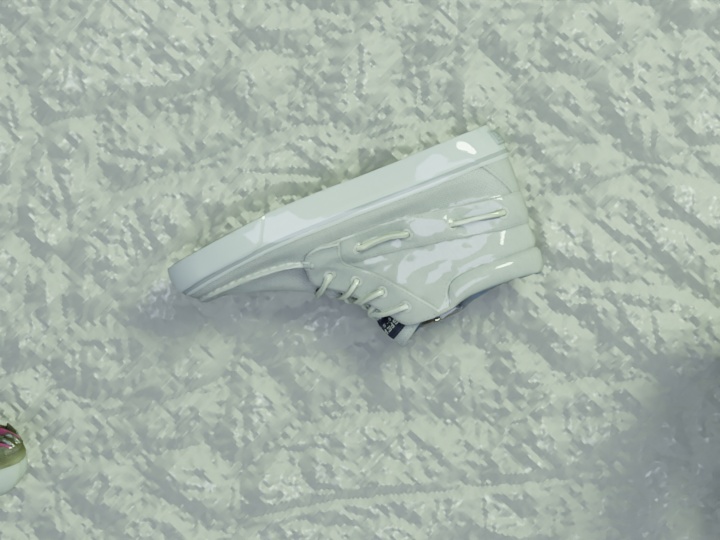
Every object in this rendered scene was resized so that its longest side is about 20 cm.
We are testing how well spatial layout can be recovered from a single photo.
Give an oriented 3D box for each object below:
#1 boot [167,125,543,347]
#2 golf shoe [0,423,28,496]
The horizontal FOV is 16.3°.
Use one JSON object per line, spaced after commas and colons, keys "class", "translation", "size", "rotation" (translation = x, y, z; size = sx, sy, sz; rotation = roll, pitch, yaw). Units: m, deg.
{"class": "boot", "translation": [0.000, 0.000, 1.377], "size": [0.199, 0.074, 0.096], "rotation": [-22, 90, 6]}
{"class": "golf shoe", "translation": [-0.272, 0.141, 1.424], "size": [0.199, 0.073, 0.092], "rotation": [-17, 106, 16]}
